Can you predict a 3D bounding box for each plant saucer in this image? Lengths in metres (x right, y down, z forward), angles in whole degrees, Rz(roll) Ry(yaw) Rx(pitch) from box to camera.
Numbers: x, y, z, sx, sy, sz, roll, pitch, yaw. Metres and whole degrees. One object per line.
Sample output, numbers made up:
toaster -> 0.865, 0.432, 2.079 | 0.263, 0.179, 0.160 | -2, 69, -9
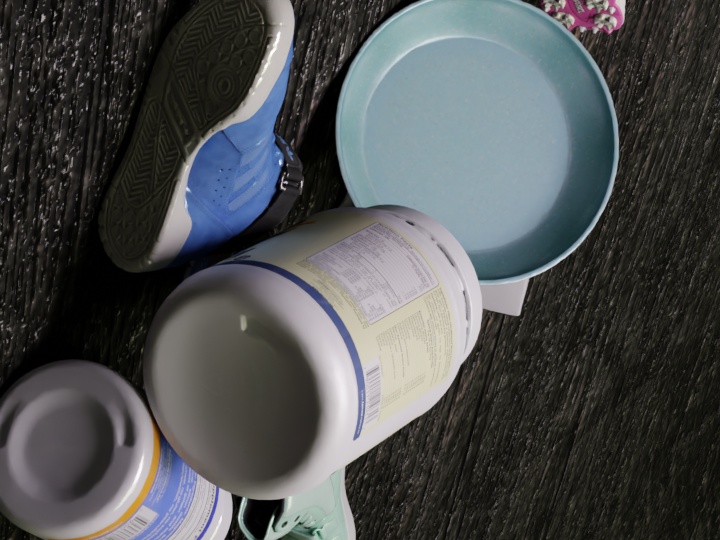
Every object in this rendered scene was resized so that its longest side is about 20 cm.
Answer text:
plant saucer -> 0.075, -0.088, 1.637 | 0.200, 0.200, 0.036 | -50, -173, -15

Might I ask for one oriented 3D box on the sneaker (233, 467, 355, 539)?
sneaker -> -0.061, 0.189, 1.827 | 0.118, 0.074, 0.201 | -41, 143, -45

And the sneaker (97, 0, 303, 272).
sneaker -> -0.073, -0.087, 1.446 | 0.111, 0.077, 0.200 | -9, 133, -52

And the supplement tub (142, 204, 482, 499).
supplement tub -> -0.024, 0.043, 1.489 | 0.200, 0.145, 0.145 | -29, 145, -56

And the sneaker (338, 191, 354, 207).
sneaker -> 0.000, 0.000, 1.734 | 0.088, 0.075, 0.200 | -19, 132, -36

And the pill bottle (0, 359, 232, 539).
pill bottle -> -0.151, 0.133, 1.537 | 0.112, 0.112, 0.200 | -55, 157, -4

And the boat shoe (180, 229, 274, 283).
boat shoe -> -0.076, 0.042, 1.616 | 0.072, 0.072, 0.200 | -36, 149, -38

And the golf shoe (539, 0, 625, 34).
golf shoe -> 0.155, -0.253, 1.712 | 0.200, 0.075, 0.092 | 72, 35, -60

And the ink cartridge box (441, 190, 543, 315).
ink cartridge box -> 0.101, -0.052, 1.746 | 0.116, 0.068, 0.200 | 96, 9, -46
